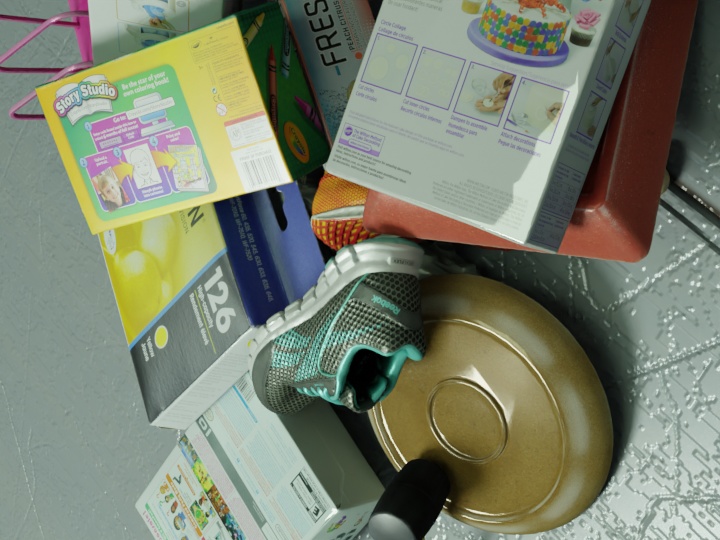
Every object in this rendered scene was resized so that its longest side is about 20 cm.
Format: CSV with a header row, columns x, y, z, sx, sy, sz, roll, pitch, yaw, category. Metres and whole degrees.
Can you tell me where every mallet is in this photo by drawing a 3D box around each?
x,y,z,sx,sy,sz,roll,pitch,yaw,category
0.042,0.236,0.924,0.041,0.066,0.201,7,116,28,mallet

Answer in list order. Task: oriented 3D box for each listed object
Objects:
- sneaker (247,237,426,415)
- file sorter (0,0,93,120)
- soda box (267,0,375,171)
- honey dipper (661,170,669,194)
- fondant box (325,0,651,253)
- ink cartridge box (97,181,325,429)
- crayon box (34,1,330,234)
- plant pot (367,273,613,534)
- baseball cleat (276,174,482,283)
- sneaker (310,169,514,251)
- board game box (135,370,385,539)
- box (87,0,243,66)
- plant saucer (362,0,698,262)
x,y,z,sx,sy,sz,roll,pitch,yaw,category
-0.018,0.062,0.884,0.200,0.077,0.092,-50,44,47,sneaker
-0.258,-0.246,1.140,0.139,0.125,0.201,-22,80,42,file sorter
-0.025,-0.178,0.955,0.068,0.063,0.201,110,143,-76,soda box
0.120,-0.086,0.869,0.199,0.038,0.038,25,111,35,honey dipper
0.080,-0.128,0.756,0.144,0.058,0.201,23,97,30,fondant box
-0.122,-0.011,0.998,0.200,0.047,0.198,-44,52,35,ink cartridge box
-0.131,-0.107,0.929,0.199,0.058,0.119,-11,104,33,crayon box
0.078,0.100,0.893,0.199,0.027,0.201,17,120,32,plant pot
0.000,0.000,0.965,0.200,0.070,0.107,33,116,37,baseball cleat
0.060,-0.057,0.878,0.199,0.073,0.078,2,63,18,sneaker
-0.085,0.185,1.028,0.200,0.064,0.148,-52,60,32,board game box
-0.143,-0.219,0.971,0.200,0.101,0.113,105,175,-60,box
0.099,-0.115,0.810,0.199,0.037,0.201,8,79,30,plant saucer
